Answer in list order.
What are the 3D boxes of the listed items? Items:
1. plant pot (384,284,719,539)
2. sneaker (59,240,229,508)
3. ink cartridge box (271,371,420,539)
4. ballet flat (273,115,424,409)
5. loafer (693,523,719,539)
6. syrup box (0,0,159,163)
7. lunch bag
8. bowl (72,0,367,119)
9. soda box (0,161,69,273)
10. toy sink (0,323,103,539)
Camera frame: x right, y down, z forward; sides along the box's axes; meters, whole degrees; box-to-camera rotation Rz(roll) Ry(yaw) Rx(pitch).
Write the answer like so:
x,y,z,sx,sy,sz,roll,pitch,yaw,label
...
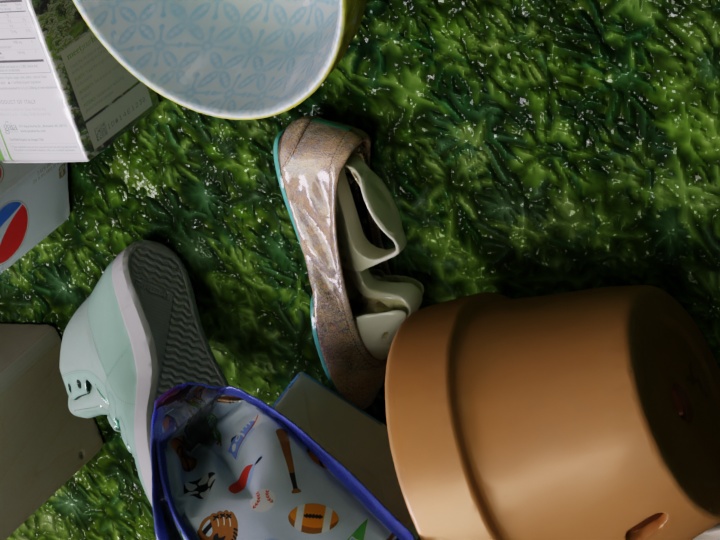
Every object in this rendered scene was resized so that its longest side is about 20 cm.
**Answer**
x,y,z,sx,sy,sz,roll,pitch,yaw,label
0.124,0.094,1.466,0.140,0.200,0.200,-22,107,28,plant pot
-0.141,0.095,1.695,0.118,0.074,0.201,-43,52,46,sneaker
-0.017,0.156,1.666,0.116,0.067,0.200,33,156,10,ink cartridge box
0.000,0.000,1.572,0.067,0.068,0.200,0,122,29,ballet flat
0.274,0.151,1.469,0.200,0.076,0.068,-9,116,51,loafer
-0.204,-0.171,1.591,0.081,0.079,0.200,2,121,37,syrup box
-0.044,0.174,1.509,0.200,0.124,0.170,46,164,34,lunch bag
-0.066,-0.197,1.446,0.200,0.108,0.200,20,131,25,bowl
-0.273,-0.020,1.666,0.068,0.200,0.064,22,133,24,soda box
-0.308,0.118,1.844,0.200,0.130,0.112,0,120,36,toy sink
